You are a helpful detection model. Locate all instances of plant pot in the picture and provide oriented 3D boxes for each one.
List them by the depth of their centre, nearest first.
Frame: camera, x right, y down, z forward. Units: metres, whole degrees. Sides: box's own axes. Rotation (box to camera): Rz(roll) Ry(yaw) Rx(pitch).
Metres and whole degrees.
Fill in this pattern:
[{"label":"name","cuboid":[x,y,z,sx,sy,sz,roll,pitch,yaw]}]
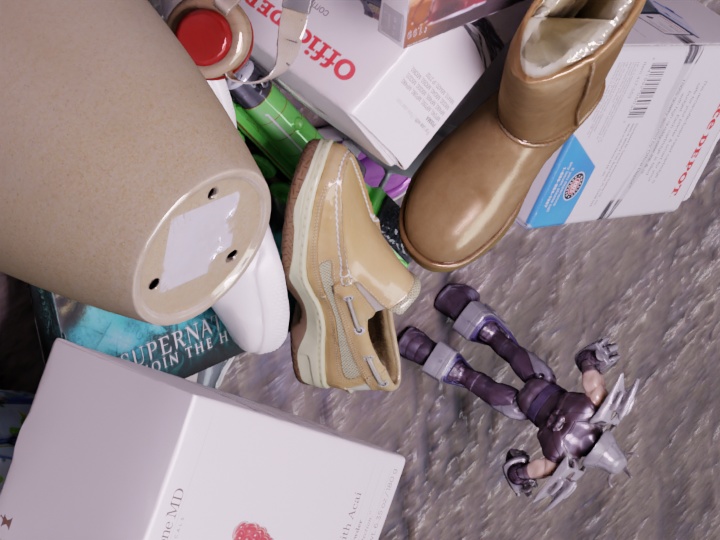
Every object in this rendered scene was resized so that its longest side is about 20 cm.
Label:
[{"label":"plant pot","cuboid":[-0.147,-0.064,1.373,0.187,0.200,0.187,-34,146,-27]}]

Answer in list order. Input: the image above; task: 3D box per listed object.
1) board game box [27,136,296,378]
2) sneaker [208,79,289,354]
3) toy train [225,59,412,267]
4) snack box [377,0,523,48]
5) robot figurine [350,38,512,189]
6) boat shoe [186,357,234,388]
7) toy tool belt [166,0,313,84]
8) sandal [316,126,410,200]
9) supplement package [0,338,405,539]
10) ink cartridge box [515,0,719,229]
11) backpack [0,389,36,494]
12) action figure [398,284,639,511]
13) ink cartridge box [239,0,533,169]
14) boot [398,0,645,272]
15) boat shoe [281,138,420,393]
[{"label":"board game box","cuboid":[-0.113,-0.005,1.596,0.200,0.028,0.135,-24,110,-41]},{"label":"sneaker","cuboid":[-0.105,-0.032,1.545,0.088,0.075,0.200,-26,115,-17]},{"label":"toy train","cuboid":[-0.033,-0.064,1.612,0.200,0.056,0.042,45,59,-37]},{"label":"snack box","cuboid":[0.093,-0.185,1.464,0.200,0.024,0.072,-25,137,-34]},{"label":"robot figurine","cuboid":[0.054,-0.140,1.659,0.200,0.113,0.170,-65,166,20]},{"label":"boat shoe","cuboid":[-0.117,0.103,1.732,0.062,0.073,0.200,-16,130,-41]},{"label":"toy tool belt","cuboid":[-0.069,-0.195,1.395,0.123,0.125,0.200,-38,145,-80]},{"label":"sandal","cuboid":[-0.023,-0.051,1.715,0.203,0.050,0.083,-23,138,-38]},{"label":"supplement package","cuboid":[-0.092,0.130,1.538,0.200,0.120,0.121,21,88,-51]},{"label":"ink cartridge box","cuboid":[0.176,-0.116,1.890,0.200,0.086,0.147,-8,130,-53]},{"label":"backpack","cuboid":[-0.211,0.147,1.595,0.200,0.154,0.163,-9,112,-68]},{"label":"action figure","cuboid":[0.124,0.088,1.924,0.130,0.200,0.069,-51,151,0]},{"label":"ink cartridge box","cuboid":[0.023,-0.182,1.537,0.200,0.145,0.084,-51,149,-2]},{"label":"boot","cuboid":[0.088,-0.092,1.520,0.175,0.066,0.200,-53,175,-10]},{"label":"boat shoe","cuboid":[0.000,0.000,1.585,0.200,0.076,0.072,84,25,-52]}]
